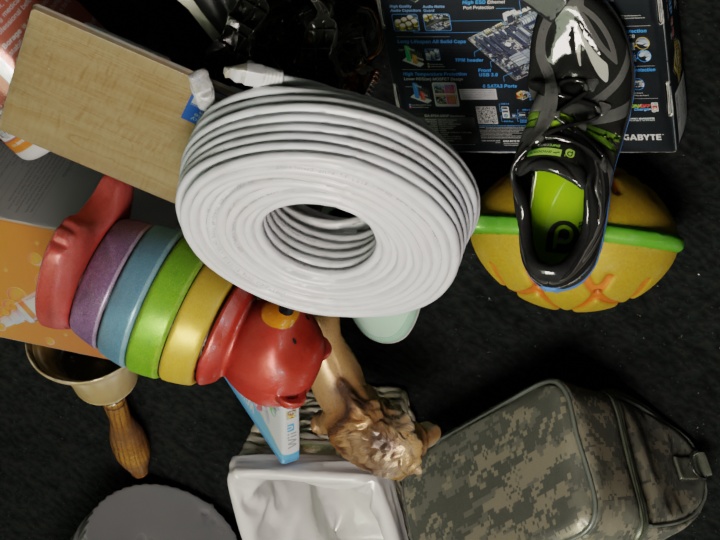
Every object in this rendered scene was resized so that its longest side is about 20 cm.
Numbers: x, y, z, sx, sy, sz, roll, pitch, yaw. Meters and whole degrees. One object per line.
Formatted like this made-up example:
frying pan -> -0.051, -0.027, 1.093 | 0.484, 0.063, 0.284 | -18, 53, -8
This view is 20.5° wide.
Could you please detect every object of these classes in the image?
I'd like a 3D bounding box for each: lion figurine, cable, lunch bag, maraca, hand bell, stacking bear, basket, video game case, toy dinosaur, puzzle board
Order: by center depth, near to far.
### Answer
cable -> -0.022, -0.042, 1.306 | 0.199, 0.070, 0.200 | 10, 147, 3
puzzle board -> -0.140, -0.101, 1.354 | 0.199, 0.017, 0.151 | 22, 147, -7
toy dinosaur -> -0.028, -0.157, 1.364 | 0.102, 0.136, 0.201 | -4, 96, 30
maraca -> 0.128, -0.027, 1.403 | 0.199, 0.137, 0.108 | 6, 85, 7
stacking bear -> -0.118, 0.031, 1.416 | 0.199, 0.122, 0.114 | 25, 127, 6
lion figurine -> -0.021, 0.070, 1.511 | 0.201, 0.072, 0.122 | 57, 168, -9
video game case -> -0.084, 0.031, 1.532 | 0.018, 0.143, 0.201 | -17, 133, -21
lunch bag -> 0.153, 0.182, 1.552 | 0.167, 0.140, 0.200 | 16, 142, -41
basket -> -0.013, 0.200, 1.638 | 0.135, 0.124, 0.201 | 0, 128, 19
hand bell -> -0.205, 0.112, 1.679 | 0.103, 0.105, 0.201 | 6, 141, 16

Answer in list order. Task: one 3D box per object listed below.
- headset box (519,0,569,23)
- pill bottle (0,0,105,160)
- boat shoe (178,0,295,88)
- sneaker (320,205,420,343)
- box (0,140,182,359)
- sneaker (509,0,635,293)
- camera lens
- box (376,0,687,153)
headset box -> 0.090, -0.285, 1.201 | 0.200, 0.093, 0.174 | 36, 119, -3
pill bottle -> -0.271, -0.184, 1.430 | 0.112, 0.112, 0.200 | -31, 112, 36
boat shoe -> -0.078, -0.182, 1.392 | 0.067, 0.072, 0.200 | -32, 120, 9
sneaker -> 0.000, 0.000, 1.475 | 0.073, 0.118, 0.201 | 5, 130, 14
box -> -0.227, -0.014, 1.561 | 0.199, 0.098, 0.125 | 10, 130, 11
sneaker -> 0.136, -0.084, 1.287 | 0.070, 0.083, 0.201 | 6, 95, 11
camera lens -> -0.200, 0.306, 1.767 | 0.159, 0.160, 0.200 | 26, 132, -2
box -> 0.115, -0.157, 1.354 | 0.199, 0.046, 0.160 | 1, 127, 19
